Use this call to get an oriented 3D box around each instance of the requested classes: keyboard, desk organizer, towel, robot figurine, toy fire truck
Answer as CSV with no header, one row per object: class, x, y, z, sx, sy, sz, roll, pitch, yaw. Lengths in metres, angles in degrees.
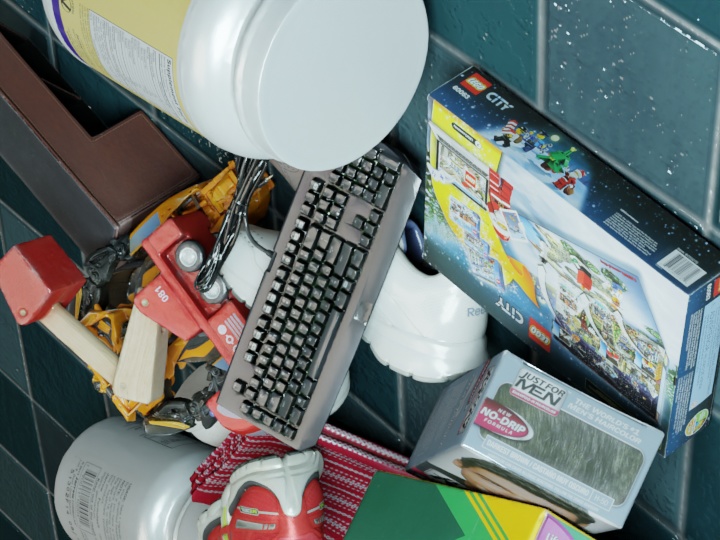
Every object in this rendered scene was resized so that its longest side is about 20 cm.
keyboard,-0.046,-0.002,1.559,0.127,0.021,0.200,30,110,25
desk organizer,-0.206,-0.099,1.817,0.200,0.077,0.072,48,152,17
towel,-0.032,0.150,1.779,0.145,0.022,0.200,23,155,-9
robot figurine,-0.116,0.021,1.715,0.200,0.058,0.145,-42,80,24
toy fire truck,-0.131,0.038,1.665,0.141,0.049,0.200,-40,82,24

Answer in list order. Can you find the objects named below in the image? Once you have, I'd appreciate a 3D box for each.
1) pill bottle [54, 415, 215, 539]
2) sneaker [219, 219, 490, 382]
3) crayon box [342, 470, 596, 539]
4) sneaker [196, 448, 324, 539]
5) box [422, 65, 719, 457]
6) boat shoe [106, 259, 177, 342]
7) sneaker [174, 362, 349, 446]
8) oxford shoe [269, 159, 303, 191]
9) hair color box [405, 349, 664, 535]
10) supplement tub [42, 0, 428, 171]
pill bottle,-0.140,0.186,1.976,0.200,0.114,0.114,16,132,53
sneaker,0.000,0.000,1.582,0.200,0.075,0.087,19,112,27
crayon box,0.116,0.193,1.511,0.200,0.058,0.173,32,167,-30
sneaker,-0.064,0.189,1.730,0.200,0.077,0.085,107,154,-65
box,0.115,-0.006,1.422,0.200,0.038,0.137,40,150,30
boat shoe,-0.120,0.021,1.802,0.200,0.060,0.074,13,102,55
sneaker,-0.050,0.098,1.799,0.088,0.075,0.200,43,155,-19
oxford shoe,-0.080,-0.107,1.600,0.200,0.073,0.071,52,153,9
hair color box,0.094,0.104,1.459,0.099,0.061,0.200,27,169,-3
supplement tub,-0.073,-0.150,1.462,0.200,0.145,0.145,32,144,40
